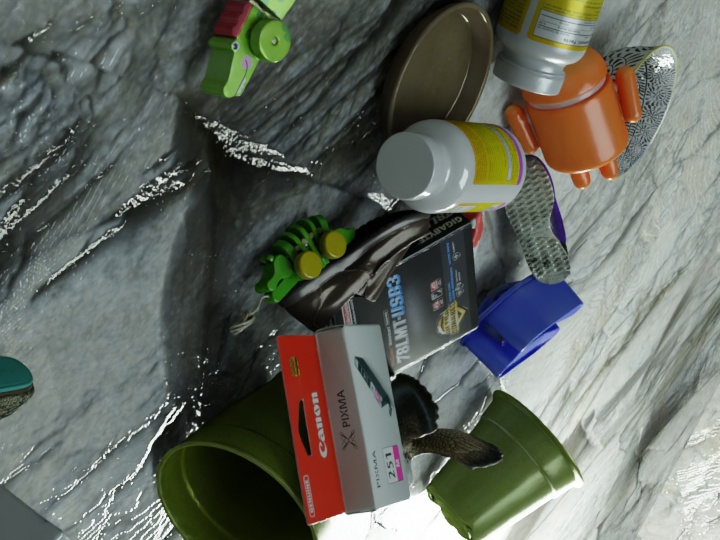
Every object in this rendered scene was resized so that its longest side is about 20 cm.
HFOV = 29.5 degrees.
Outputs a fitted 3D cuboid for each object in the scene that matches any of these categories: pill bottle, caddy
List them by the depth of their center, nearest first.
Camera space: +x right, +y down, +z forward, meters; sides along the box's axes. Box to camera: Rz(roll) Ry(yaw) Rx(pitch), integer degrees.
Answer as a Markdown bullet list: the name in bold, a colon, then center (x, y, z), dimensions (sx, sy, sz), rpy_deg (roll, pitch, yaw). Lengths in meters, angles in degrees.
- **pill bottle**: center (0.100, -0.116, 1.532), dimensions (0.200, 0.104, 0.104), rpy_deg (-5, 120, -58)
- **pill bottle**: center (0.226, -0.315, 1.612), dimensions (0.112, 0.112, 0.200), rpy_deg (-15, 129, -54)
- **caddy**: center (0.227, 0.063, 1.977), dimensions (0.200, 0.105, 0.141), rpy_deg (-29, 161, -46)

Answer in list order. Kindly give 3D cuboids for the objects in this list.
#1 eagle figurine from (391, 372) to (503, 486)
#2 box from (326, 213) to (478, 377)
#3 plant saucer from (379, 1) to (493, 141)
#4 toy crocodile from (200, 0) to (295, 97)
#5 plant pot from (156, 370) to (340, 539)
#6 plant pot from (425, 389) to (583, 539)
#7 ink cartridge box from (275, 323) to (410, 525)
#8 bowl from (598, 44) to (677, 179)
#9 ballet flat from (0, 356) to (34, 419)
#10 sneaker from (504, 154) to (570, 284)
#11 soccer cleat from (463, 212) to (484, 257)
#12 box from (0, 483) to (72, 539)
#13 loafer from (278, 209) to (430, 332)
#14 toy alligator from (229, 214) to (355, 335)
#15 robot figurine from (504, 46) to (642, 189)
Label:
- **eagle figurine**: center (0.067, 0.214, 1.736), dimensions (0.200, 0.151, 0.152), rpy_deg (-33, 165, 31)
- **box**: center (0.047, 0.041, 1.651), dimensions (0.198, 0.050, 0.200), rpy_deg (-29, 141, -18)
- **plant saucer**: center (0.084, -0.214, 1.558), dimensions (0.200, 0.029, 0.200), rpy_deg (-39, 145, -35)
- **toy crocodile**: center (-0.085, -0.243, 1.209), dimensions (0.062, 0.067, 0.200), rpy_deg (35, 83, -43)
- **plant pot**: center (-0.088, 0.210, 1.512), dimensions (0.193, 0.200, 0.201), rpy_deg (-49, 152, -45)
- **plant pot**: center (0.209, 0.322, 2.121), dimensions (0.190, 0.200, 0.200), rpy_deg (-41, 148, -13)
- **ink cartridge box**: center (-0.015, 0.158, 1.446), dimensions (0.174, 0.043, 0.200), rpy_deg (2, 76, -65)
- **bowl**: center (0.352, -0.235, 1.915), dimensions (0.201, 0.094, 0.201), rpy_deg (-39, 145, -35)
- **ballet flat**: center (-0.347, 0.106, 1.103), dimensions (0.075, 0.068, 0.200), rpy_deg (-50, 157, 14)
- **sneaker**: center (0.244, -0.086, 1.911), dimensions (0.100, 0.069, 0.200), rpy_deg (-82, 158, -55)
- **soccer cleat**: center (0.115, -0.015, 1.759), dimensions (0.085, 0.069, 0.200), rpy_deg (-27, 141, -55)
- **box**: center (-0.309, 0.270, 1.213), dimensions (0.106, 0.152, 0.200), rpy_deg (-50, 150, -18)
- **loafer**: center (0.000, 0.000, 1.526), dimensions (0.200, 0.073, 0.071), rpy_deg (-34, 104, -13)
- **toy alligator**: center (-0.080, -0.008, 1.451), dimensions (0.200, 0.059, 0.054), rpy_deg (-40, 106, -35)
- **robot figurine**: center (0.277, -0.206, 1.758), dimensions (0.117, 0.144, 0.200), rpy_deg (-46, 125, -34)
